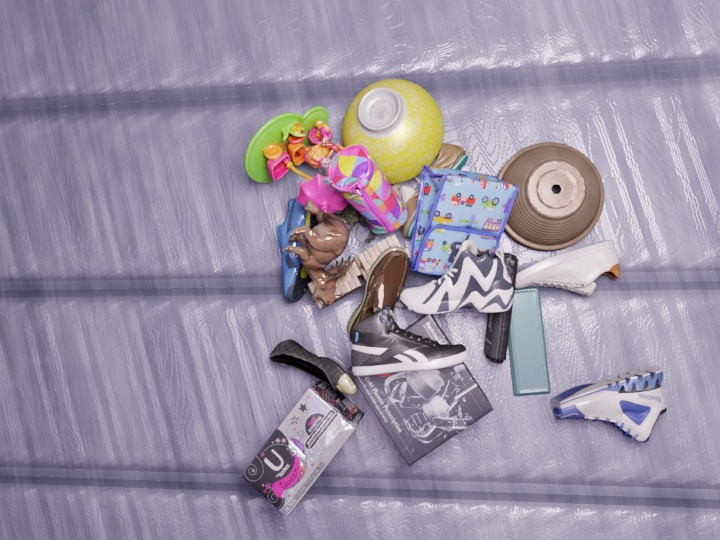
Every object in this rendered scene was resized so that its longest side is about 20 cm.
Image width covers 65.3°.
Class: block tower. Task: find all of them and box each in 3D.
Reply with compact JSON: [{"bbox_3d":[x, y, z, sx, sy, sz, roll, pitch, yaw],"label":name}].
[{"bbox_3d":[0.000,0.000,1.069,0.199,0.054,0.058,-28,85,5],"label":"block tower"}]

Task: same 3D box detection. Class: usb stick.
[{"bbox_3d":[0.252,0.066,1.015,0.032,0.055,0.203,-1,103,-22],"label":"usb stick"}]

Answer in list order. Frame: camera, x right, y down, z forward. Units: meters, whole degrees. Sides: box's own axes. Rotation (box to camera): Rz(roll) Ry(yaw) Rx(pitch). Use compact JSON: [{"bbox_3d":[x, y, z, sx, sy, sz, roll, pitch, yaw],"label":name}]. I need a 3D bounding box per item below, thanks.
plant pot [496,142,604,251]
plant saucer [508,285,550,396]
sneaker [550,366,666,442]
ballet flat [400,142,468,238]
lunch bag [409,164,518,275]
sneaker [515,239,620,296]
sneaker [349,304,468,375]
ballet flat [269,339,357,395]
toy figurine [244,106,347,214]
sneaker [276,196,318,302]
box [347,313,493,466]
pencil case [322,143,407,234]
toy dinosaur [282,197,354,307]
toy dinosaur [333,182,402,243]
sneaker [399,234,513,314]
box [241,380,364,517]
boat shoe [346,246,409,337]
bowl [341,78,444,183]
[{"bbox_3d":[0.342,-0.137,1.011,0.198,0.093,0.204,0,88,8],"label":"plant pot"},{"bbox_3d":[0.308,0.130,1.042,0.069,0.019,0.203,-6,88,7],"label":"plant saucer"},{"bbox_3d":[0.449,0.251,0.986,0.197,0.081,0.116,-17,83,5],"label":"sneaker"},{"bbox_3d":[0.121,-0.157,1.056,0.072,0.068,0.201,35,90,17],"label":"ballet flat"},{"bbox_3d":[0.174,-0.074,1.013,0.149,0.094,0.202,4,110,-19],"label":"lunch bag"},{"bbox_3d":[0.370,0.013,1.008,0.198,0.073,0.086,-17,81,5],"label":"sneaker"},{"bbox_3d":[0.076,0.111,0.942,0.197,0.073,0.113,-8,86,9],"label":"sneaker"},{"bbox_3d":[-0.086,0.186,1.037,0.199,0.067,0.057,20,48,37],"label":"ballet flat"},{"bbox_3d":[-0.079,-0.186,1.028,0.199,0.151,0.184,-38,67,-20],"label":"toy figurine"},{"bbox_3d":[-0.128,-0.042,1.088,0.078,0.066,0.203,10,89,21],"label":"sneaker"},{"bbox_3d":[0.107,0.208,1.021,0.181,0.104,0.201,-35,83,4],"label":"box"},{"bbox_3d":[0.015,-0.131,0.958,0.087,0.200,0.089,-8,69,22],"label":"pencil case"},{"bbox_3d":[-0.057,-0.040,0.981,0.134,0.086,0.201,26,135,-7],"label":"toy dinosaur"},{"bbox_3d":[0.023,-0.107,1.076,0.199,0.047,0.089,-31,78,2],"label":"toy dinosaur"},{"bbox_3d":[0.161,0.003,0.974,0.197,0.079,0.131,0,103,26],"label":"sneaker"},{"bbox_3d":[-0.102,0.316,1.030,0.114,0.132,0.201,37,92,7],"label":"box"},{"bbox_3d":[0.041,0.058,1.021,0.074,0.075,0.204,14,114,-19],"label":"boat shoe"},{"bbox_3d":[0.047,-0.271,1.026,0.198,0.108,0.203,-4,78,17],"label":"bowl"}]
